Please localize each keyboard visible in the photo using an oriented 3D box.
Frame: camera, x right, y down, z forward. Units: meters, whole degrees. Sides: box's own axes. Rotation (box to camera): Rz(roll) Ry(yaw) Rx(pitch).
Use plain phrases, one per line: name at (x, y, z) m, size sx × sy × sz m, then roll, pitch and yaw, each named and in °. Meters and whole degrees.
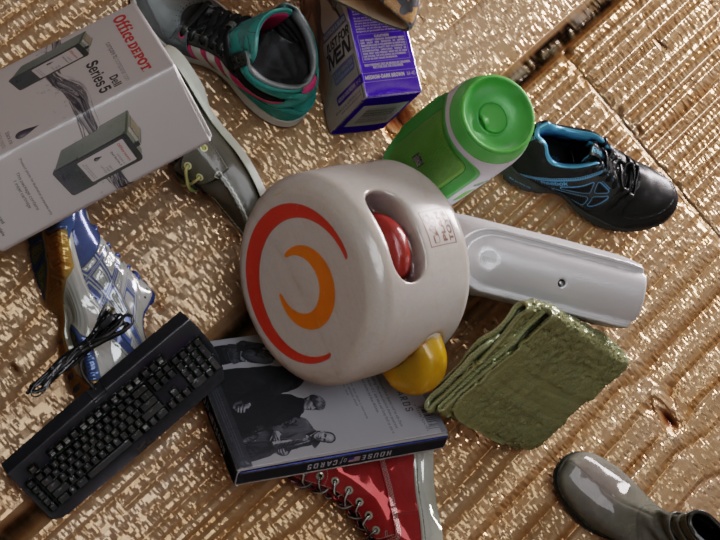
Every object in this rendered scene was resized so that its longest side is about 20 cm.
keyboard at (-0.216, 0.109, 1.396) m, size 0.200 × 0.021 × 0.127 m, roll -41°, pitch 119°, yaw -7°

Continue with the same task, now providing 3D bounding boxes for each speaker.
speaker at (0.085, -0.112, 1.520) m, size 0.088 × 0.200 × 0.089 m, roll 5°, pitch 75°, yaw -19°

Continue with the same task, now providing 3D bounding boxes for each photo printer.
photo printer at (0.142, -0.004, 1.538) m, size 0.198 × 0.166 × 0.070 m, roll 14°, pitch 92°, yaw -16°

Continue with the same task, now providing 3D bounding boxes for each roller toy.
roller toy at (0.000, 0.000, 1.441) m, size 0.139 × 0.199 × 0.184 m, roll -13°, pitch 122°, yaw -44°

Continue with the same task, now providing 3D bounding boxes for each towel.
towel at (0.153, 0.095, 1.495) m, size 0.200 × 0.148 × 0.037 m, roll 26°, pitch 26°, yaw -52°

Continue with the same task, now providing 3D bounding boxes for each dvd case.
dvd case at (-0.039, 0.112, 1.474) m, size 0.198 × 0.025 × 0.151 m, roll -7°, pitch 46°, yaw -22°

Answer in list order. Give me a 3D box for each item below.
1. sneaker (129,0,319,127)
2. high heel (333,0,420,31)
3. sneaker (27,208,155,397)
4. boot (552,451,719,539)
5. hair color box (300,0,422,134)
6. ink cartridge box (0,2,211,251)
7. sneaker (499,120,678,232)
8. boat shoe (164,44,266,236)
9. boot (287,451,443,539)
sneaker at (-0.116, -0.215, 1.514) m, size 0.199 × 0.121 × 0.084 m, roll 34°, pitch 68°, yaw -9°
high heel at (-0.050, -0.251, 1.470) m, size 0.199 × 0.071 × 0.143 m, roll -21°, pitch 73°, yaw -11°
sneaker at (-0.229, 0.013, 1.449) m, size 0.088 × 0.075 × 0.202 m, roll -14°, pitch 91°, yaw -31°
boot at (0.283, 0.233, 1.547) m, size 0.200 × 0.131 × 0.068 m, roll 42°, pitch 66°, yaw -6°
hair color box at (-0.008, -0.243, 1.568) m, size 0.064 × 0.109 × 0.202 m, roll -7°, pitch 79°, yaw -21°
ink cartridge box at (-0.243, -0.124, 1.393) m, size 0.199 × 0.146 × 0.084 m, roll -29°, pitch 127°, yaw -5°
sneaker at (0.234, -0.093, 1.638) m, size 0.199 × 0.082 × 0.074 m, roll 15°, pitch 70°, yaw -18°
boat shoe at (-0.147, -0.107, 1.504) m, size 0.060 × 0.072 × 0.202 m, roll -30°, pitch 82°, yaw -24°
boot at (-0.004, 0.217, 1.478) m, size 0.143 × 0.072 × 0.202 m, roll 2°, pitch 68°, yaw -20°
